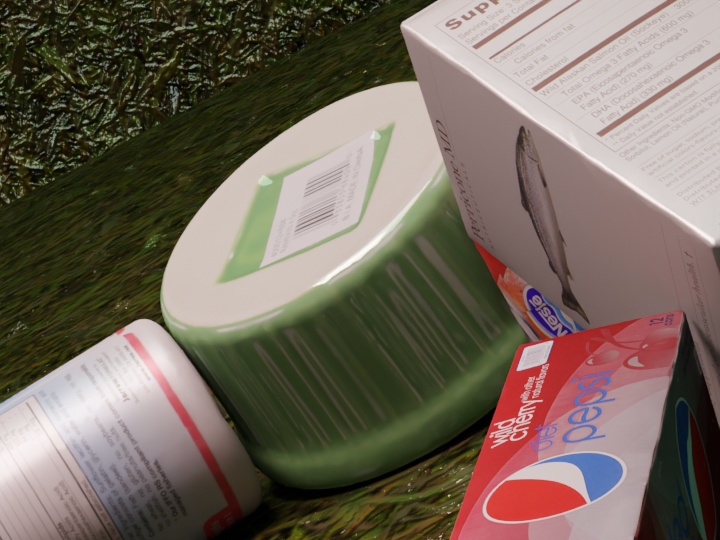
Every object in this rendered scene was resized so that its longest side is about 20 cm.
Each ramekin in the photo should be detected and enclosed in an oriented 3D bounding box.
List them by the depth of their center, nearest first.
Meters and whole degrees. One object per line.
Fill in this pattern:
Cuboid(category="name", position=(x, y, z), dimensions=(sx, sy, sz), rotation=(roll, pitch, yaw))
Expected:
Cuboid(category="ramekin", position=(0.000, 0.000, 1.180), dimensions=(0.200, 0.098, 0.200), rotation=(-29, 28, 17))

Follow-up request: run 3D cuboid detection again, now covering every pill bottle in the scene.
Cuboid(category="pill bottle", position=(-0.155, 0.117, 1.160), dimensions=(0.200, 0.109, 0.109), rotation=(-32, 11, -9))

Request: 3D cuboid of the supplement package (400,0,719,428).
Cuboid(category="supplement package", position=(0.125, -0.039, 0.913), dimensions=(0.117, 0.117, 0.200), rotation=(-33, 40, -14))

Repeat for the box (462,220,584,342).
Cuboid(category="box", position=(0.153, -0.043, 1.127), dimensions=(0.100, 0.095, 0.200), rotation=(-18, 16, 48))

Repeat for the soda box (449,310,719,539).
Cuboid(category="soda box", position=(0.073, 0.085, 0.769), dimensions=(0.063, 0.070, 0.200), rotation=(-12, 18, 17))

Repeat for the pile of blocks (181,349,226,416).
Cuboid(category="pile of blocks", position=(-0.143, 0.120, 1.269), dimensions=(0.200, 0.062, 0.082), rotation=(-35, 21, 17))
